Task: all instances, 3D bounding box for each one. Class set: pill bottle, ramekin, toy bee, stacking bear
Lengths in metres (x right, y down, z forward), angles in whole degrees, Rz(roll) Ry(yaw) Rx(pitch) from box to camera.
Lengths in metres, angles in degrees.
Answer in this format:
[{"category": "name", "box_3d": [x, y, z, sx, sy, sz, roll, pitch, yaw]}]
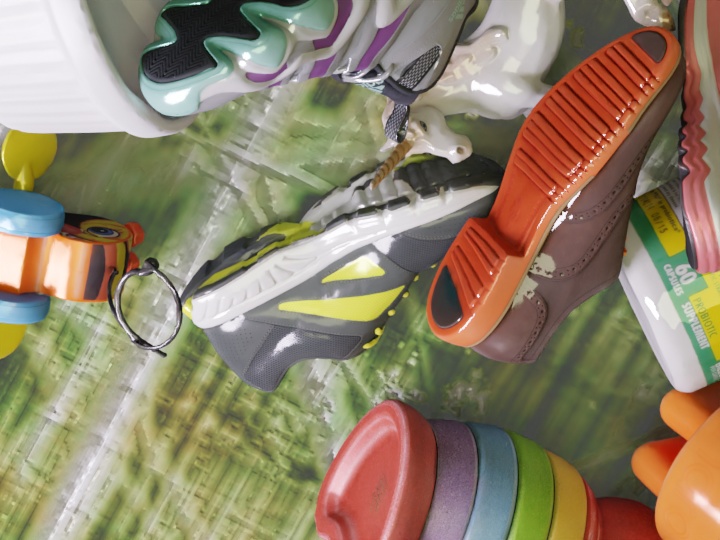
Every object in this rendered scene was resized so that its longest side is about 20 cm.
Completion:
[{"category": "pill bottle", "box_3d": [0.243, -0.022, 1.124, 0.199, 0.113, 0.113, -25, 107, 4]}, {"category": "ramekin", "box_3d": [-0.150, -0.160, 1.020, 0.094, 0.202, 0.204, -9, 108, 16]}, {"category": "toy bee", "box_3d": [-0.173, -0.004, 1.122, 0.200, 0.109, 0.131, 38, 111, 12]}, {"category": "stacking bear", "box_3d": [0.090, 0.153, 1.175, 0.199, 0.122, 0.114, 18, 115, -19]}]

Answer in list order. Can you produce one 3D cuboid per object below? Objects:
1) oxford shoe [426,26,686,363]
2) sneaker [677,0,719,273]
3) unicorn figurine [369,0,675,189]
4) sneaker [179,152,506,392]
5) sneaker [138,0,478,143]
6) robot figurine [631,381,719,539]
[{"category": "oxford shoe", "box_3d": [0.116, -0.038, 1.077, 0.072, 0.071, 0.200, 25, 111, -30]}, {"category": "sneaker", "box_3d": [0.213, -0.085, 1.077, 0.086, 0.201, 0.074, -2, 147, 12]}, {"category": "unicorn figurine", "box_3d": [0.093, -0.120, 1.115, 0.137, 0.074, 0.201, 17, 89, -8]}, {"category": "sneaker", "box_3d": [0.000, 0.000, 1.145, 0.199, 0.075, 0.085, -23, 113, 13]}, {"category": "sneaker", "box_3d": [-0.011, -0.108, 1.018, 0.200, 0.078, 0.140, -38, 138, -14]}, {"category": "robot figurine", "box_3d": [0.244, 0.143, 1.127, 0.144, 0.200, 0.117, -44, 147, -9]}]
